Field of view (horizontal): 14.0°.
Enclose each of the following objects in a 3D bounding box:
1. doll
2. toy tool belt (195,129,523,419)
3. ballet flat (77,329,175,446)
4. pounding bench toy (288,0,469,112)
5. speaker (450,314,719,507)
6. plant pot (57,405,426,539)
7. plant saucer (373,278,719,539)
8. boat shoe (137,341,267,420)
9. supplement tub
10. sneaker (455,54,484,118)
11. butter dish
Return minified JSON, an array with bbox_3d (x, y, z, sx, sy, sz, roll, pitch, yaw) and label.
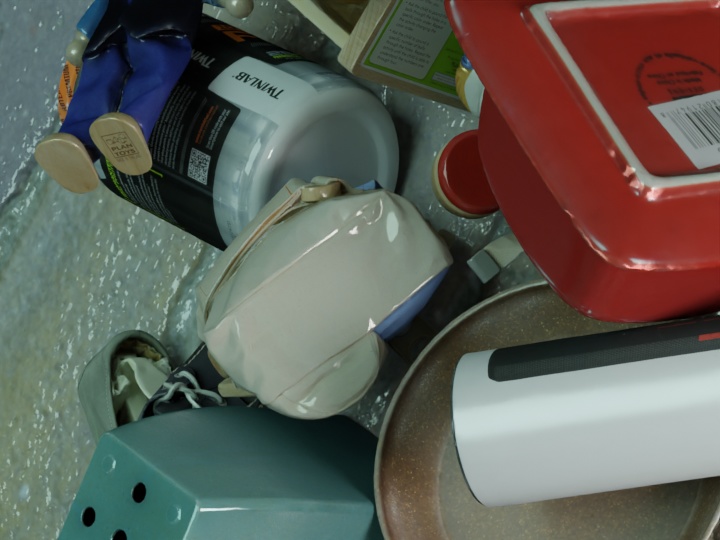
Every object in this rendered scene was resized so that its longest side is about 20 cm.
[{"bbox_3d":[-0.120,-0.135,1.672,0.136,0.049,0.201,-17,40,31],"label":"doll"},{"bbox_3d":[0.000,0.000,1.628,0.200,0.123,0.125,-41,90,-8],"label":"toy tool belt"},{"bbox_3d":[-0.119,0.123,1.748,0.064,0.067,0.201,-50,50,38],"label":"ballet flat"},{"bbox_3d":[-0.002,-0.195,1.625,0.156,0.199,0.125,44,110,38],"label":"pounding bench toy"},{"bbox_3d":[0.151,0.067,1.466,0.199,0.081,0.082,-9,73,21],"label":"speaker"},{"bbox_3d":[-0.060,0.158,1.599,0.141,0.199,0.142,32,102,41],"label":"plant pot"},{"bbox_3d":[0.105,0.101,1.538,0.199,0.037,0.202,-10,62,21],"label":"plant saucer"},{"bbox_3d":[-0.093,0.093,1.692,0.072,0.063,0.201,22,67,22],"label":"boat shoe"},{"bbox_3d":[-0.082,-0.080,1.726,0.199,0.122,0.123,27,99,42],"label":"supplement tub"},{"bbox_3d":[0.140,-0.149,1.586,0.088,0.075,0.201,40,107,17],"label":"sneaker"},{"bbox_3d":[0.141,-0.043,1.496,0.200,0.199,0.148,60,142,34],"label":"butter dish"}]
